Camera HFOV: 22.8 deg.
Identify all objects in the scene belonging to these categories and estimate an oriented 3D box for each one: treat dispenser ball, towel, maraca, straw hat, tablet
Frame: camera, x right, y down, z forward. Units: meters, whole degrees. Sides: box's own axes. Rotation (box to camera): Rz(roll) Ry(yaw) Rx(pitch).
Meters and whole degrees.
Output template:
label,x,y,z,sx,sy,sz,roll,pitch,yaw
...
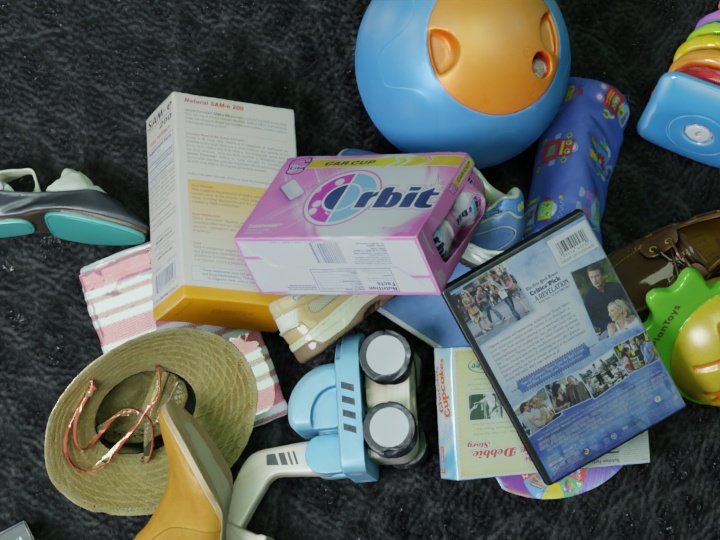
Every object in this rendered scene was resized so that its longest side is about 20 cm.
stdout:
label,x,y,z,sx,sy,sz,roll,pitch,yaw
treat dispenser ball,0.094,-0.193,1.644,0.199,0.201,0.203,1,75,-2
towel,-0.165,0.067,1.656,0.145,0.030,0.201,-19,78,-9
maraca,0.323,0.060,1.616,0.199,0.107,0.138,13,112,-32
straw hat,-0.198,0.115,1.578,0.200,0.202,0.085,-35,38,-11
tablet,0.099,0.018,1.663,0.199,0.014,0.130,32,74,21

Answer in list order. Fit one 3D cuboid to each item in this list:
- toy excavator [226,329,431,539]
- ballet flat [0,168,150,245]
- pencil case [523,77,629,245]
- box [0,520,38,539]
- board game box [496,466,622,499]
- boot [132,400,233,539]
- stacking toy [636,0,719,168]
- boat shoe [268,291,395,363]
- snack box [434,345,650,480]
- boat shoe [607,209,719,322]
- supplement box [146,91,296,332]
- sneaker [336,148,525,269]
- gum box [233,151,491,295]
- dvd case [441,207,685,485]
label,x,y,z,sx,sy,sz,roll,pitch,yaw
toy excavator,-0.040,0.158,1.613,0.198,0.100,0.196,-5,76,10
ballet flat,-0.294,-0.063,1.662,0.198,0.073,0.074,1,75,1
pencil case,0.200,-0.086,1.664,0.078,0.087,0.201,-10,49,34
box,-0.318,0.345,1.562,0.158,0.048,0.201,-28,78,-9
board game box,0.170,0.109,1.650,0.157,0.039,0.201,-28,78,-9
boot,-0.171,0.227,1.552,0.143,0.071,0.202,-26,99,14
stacking toy,0.349,-0.209,1.724,0.109,0.116,0.201,20,61,2
boat shoe,0.000,0.000,1.605,0.200,0.072,0.076,-36,89,-36
snack box,0.164,0.122,1.598,0.199,0.037,0.117,-2,88,-24
boat shoe,0.284,-0.009,1.647,0.199,0.068,0.072,-27,79,-27
supplement box,-0.124,-0.052,1.634,0.125,0.073,0.202,7,68,-28
sneaker,0.066,-0.072,1.611,0.199,0.077,0.076,25,38,20
gum box,0.005,-0.041,1.534,0.199,0.066,0.114,0,42,33
dvd case,0.176,0.067,1.550,0.142,0.018,0.201,-29,98,0
